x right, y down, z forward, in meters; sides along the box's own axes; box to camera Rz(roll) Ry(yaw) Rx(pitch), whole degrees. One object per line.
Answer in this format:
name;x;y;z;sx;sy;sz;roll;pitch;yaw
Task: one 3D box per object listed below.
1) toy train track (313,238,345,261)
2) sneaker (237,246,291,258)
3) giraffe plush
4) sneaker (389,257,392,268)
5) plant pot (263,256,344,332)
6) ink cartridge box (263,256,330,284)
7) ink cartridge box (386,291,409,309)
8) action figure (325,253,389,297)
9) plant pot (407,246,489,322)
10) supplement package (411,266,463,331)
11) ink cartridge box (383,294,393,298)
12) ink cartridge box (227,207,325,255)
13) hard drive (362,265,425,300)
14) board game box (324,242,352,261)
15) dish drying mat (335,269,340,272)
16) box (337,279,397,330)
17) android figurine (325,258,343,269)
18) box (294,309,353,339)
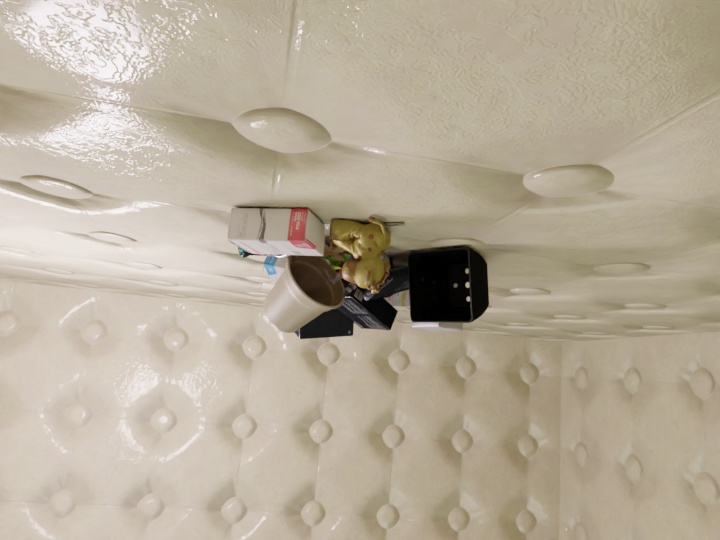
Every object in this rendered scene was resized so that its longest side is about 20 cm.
toy train track;-0.104;-0.078;1.416;0.114;0.033;0.200;-13;153;28
sneaker;-0.265;-0.076;1.394;0.199;0.084;0.120;-4;175;44
giraffe plush;0.014;-0.029;1.269;0.199;0.164;0.172;-4;166;40
sneaker;0.037;0.001;1.642;0.114;0.076;0.201;4;171;-5
plant pot;-0.176;0.075;1.483;0.200;0.201;0.183;16;131;-44
ink cartridge box;-0.190;0.006;1.621;0.198;0.067;0.116;11;146;18
ink cartridge box;0.161;0.077;1.864;0.198;0.118;0.067;-2;168;29
action figure;0.000;0.000;1.470;0.193;0.105;0.200;-22;176;-33
plant pot;0.269;0.045;1.493;0.198;0.202;0.177;-5;176;40
supplement package;0.251;0.089;1.664;0.119;0.202;0.121;14;165;-39
ink cartridge box;0.076;0.049;1.760;0.173;0.044;0.199;-22;-170;-42
ink cartridge box;-0.201;-0.092;1.262;0.198;0.086;0.146;1;168;13
hard drive;0.116;0.031;1.565;0.199;0.033;0.140;-13;157;-45
board game box;-0.098;-0.057;1.537;0.199;0.030;0.095;8;167;-28
dish drying mat;-0.008;0.009;1.598;0.076;0.018;0.199;-1;-175;-42
box;0.001;0.108;1.658;0.140;0.079;0.200;-6;142;46
android figurine;-0.135;-0.021;1.712;0.181;0.041;0.199;13;168;-33
box;-0.146;0.153;1.840;0.198;0.124;0.198;-1;-168;-23
